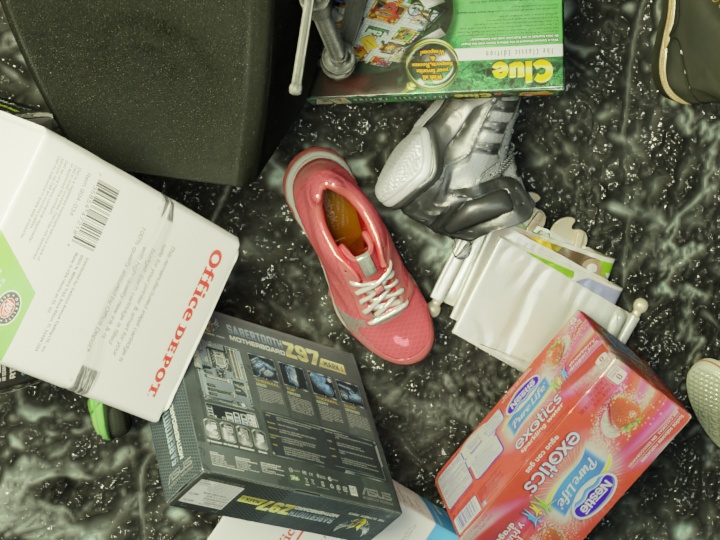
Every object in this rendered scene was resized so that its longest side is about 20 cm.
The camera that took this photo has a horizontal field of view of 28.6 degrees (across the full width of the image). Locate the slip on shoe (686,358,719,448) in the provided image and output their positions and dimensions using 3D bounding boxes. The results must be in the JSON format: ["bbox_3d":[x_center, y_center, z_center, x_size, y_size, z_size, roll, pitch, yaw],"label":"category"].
[{"bbox_3d":[0.369,0.143,1.269,0.200,0.074,0.061,41,59,-12],"label":"slip on shoe"}]

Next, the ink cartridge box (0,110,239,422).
[{"bbox_3d":[-0.195,0.000,0.958,0.199,0.083,0.147,31,82,-50],"label":"ink cartridge box"}]

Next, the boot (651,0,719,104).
[{"bbox_3d":[0.292,-0.227,1.113,0.076,0.138,0.203,-5,104,-11],"label":"boot"}]

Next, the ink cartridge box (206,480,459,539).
[{"bbox_3d":[-0.023,0.219,1.194,0.199,0.068,0.117,33,95,-18],"label":"ink cartridge box"}]

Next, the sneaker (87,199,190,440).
[{"bbox_3d":[-0.167,0.044,1.115,0.083,0.077,0.202,16,101,-11],"label":"sneaker"}]

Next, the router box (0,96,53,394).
[{"bbox_3d":[-0.288,-0.030,1.022,0.062,0.149,0.203,-14,116,-44],"label":"router box"}]

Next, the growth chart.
[{"bbox_3d":[0.154,0.025,1.210,0.199,0.018,0.145,34,94,-18],"label":"growth chart"}]

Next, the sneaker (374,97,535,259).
[{"bbox_3d":[0.111,-0.105,1.133,0.114,0.076,0.200,40,97,-10],"label":"sneaker"}]

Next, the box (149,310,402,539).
[{"bbox_3d":[-0.071,0.116,1.079,0.199,0.159,0.051,20,130,-40],"label":"box"}]

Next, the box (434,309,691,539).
[{"bbox_3d":[0.165,0.150,1.188,0.094,0.103,0.201,35,101,-22],"label":"box"}]

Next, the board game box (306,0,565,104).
[{"bbox_3d":[0.057,-0.183,1.081,0.197,0.023,0.106,0,81,10],"label":"board game box"}]

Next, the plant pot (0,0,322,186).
[{"bbox_3d":[-0.123,-0.175,0.994,0.197,0.201,0.179,8,126,13],"label":"plant pot"}]

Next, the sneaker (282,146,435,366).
[{"bbox_3d":[0.000,0.000,1.133,0.073,0.087,0.201,-31,107,-2],"label":"sneaker"}]

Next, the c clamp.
[{"bbox_3d":[-0.019,-0.190,0.984,0.027,0.200,0.173,11,88,8],"label":"c clamp"}]
